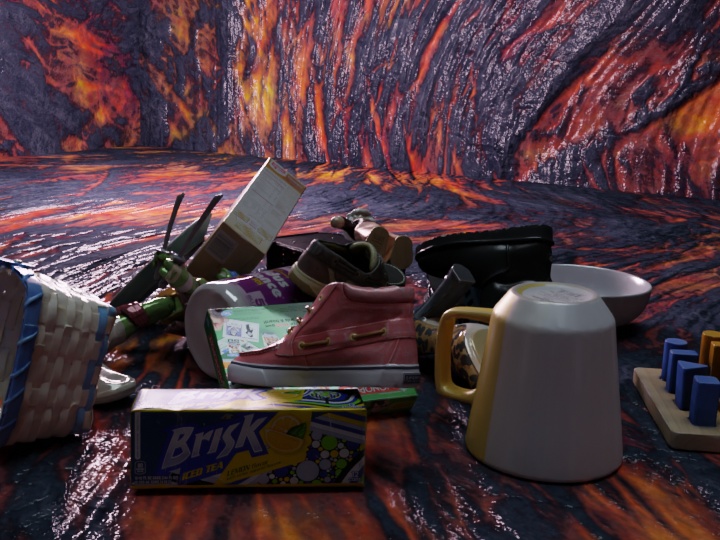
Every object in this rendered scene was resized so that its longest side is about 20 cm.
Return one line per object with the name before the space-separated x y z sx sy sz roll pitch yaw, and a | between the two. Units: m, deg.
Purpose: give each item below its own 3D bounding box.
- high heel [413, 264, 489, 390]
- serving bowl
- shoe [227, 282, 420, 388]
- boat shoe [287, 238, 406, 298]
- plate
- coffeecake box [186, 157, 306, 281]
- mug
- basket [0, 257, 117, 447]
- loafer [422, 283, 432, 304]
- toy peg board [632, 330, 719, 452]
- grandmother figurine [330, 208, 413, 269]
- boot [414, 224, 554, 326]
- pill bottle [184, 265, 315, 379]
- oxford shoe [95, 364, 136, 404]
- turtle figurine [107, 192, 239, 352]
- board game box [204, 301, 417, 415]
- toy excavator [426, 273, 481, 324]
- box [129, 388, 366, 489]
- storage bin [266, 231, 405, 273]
high heel | 0.106 0.111 1.044 0.070 0.143 0.202 13 41 -27
serving bowl | 0.316 0.043 1.312 0.196 0.067 0.200 2 13 0
shoe | -0.036 0.061 0.836 0.197 0.093 0.071 -4 -7 29
boat shoe | -0.001 -0.001 1.078 0.199 0.067 0.072 5 34 -52
plate | -0.273 -0.004 1.265 0.026 0.200 0.200 46 14 -4
coffeecake box | -0.168 -0.045 1.271 0.073 0.154 0.201 37 32 -9
mug | 0.159 0.094 0.855 0.183 0.156 0.150 4 13 7
basket | -0.336 0.074 0.824 0.138 0.180 0.198 16 0 44
loafer | 0.129 0.023 1.356 0.067 0.072 0.201 4 13 10
toy peg board | 0.409 0.110 0.960 0.195 0.100 0.200 4 12 5
grandmother figurine | 0.012 -0.049 1.274 0.120 0.061 0.200 28 4 -14
boot | 0.155 0.037 1.104 0.195 0.166 0.073 -7 -16 29
pill bottle | -0.100 0.055 1.078 0.111 0.115 0.198 13 16 39
oxford shoe | -0.323 0.099 0.969 0.197 0.059 0.075 11 13 29
turtle figurine | -0.248 0.006 1.091 0.192 0.203 0.144 -29 41 -22
board game box | -0.053 0.093 0.946 0.196 0.029 0.136 -3 50 -24
toy excavator | 0.198 0.045 1.168 0.099 0.198 0.199 -8 -12 -39
box | -0.095 0.143 0.781 0.196 0.072 0.064 1 8 -8
storage bin | -0.039 0.007 1.347 0.134 0.096 0.198 -8 16 -40
